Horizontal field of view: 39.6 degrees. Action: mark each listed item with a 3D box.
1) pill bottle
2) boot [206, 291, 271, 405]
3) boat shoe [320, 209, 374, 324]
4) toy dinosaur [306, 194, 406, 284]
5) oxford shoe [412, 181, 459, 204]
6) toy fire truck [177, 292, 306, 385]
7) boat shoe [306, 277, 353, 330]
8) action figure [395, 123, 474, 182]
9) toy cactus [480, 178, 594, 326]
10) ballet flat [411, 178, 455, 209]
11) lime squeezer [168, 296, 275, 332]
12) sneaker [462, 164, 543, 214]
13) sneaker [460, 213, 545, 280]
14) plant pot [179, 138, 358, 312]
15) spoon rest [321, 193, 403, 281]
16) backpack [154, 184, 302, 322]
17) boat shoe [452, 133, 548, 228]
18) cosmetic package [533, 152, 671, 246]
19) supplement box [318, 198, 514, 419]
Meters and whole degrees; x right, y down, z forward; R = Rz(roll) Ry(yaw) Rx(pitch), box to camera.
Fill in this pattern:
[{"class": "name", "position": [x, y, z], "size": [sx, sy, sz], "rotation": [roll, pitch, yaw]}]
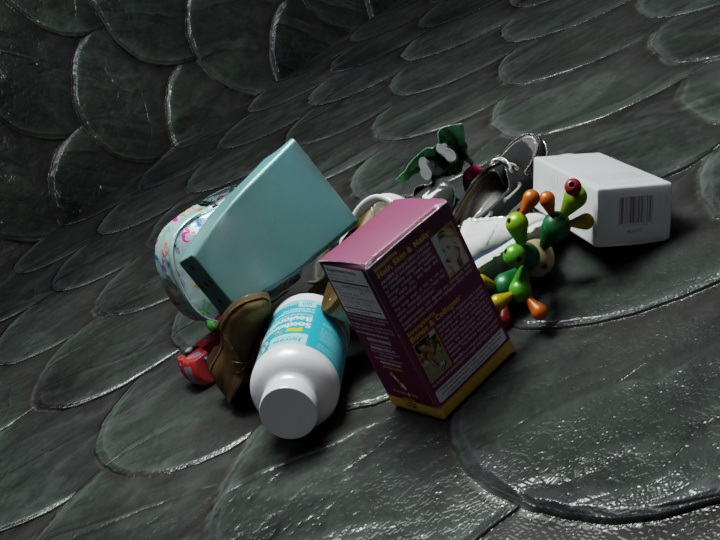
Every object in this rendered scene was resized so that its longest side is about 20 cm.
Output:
[{"class": "pill bottle", "position": [-0.074, 0.119, 1.228], "size": [0.109, 0.112, 0.201], "rotation": [-23, 21, 15]}, {"class": "boot", "position": [-0.149, 0.103, 1.306], "size": [0.072, 0.076, 0.201], "rotation": [-9, -33, -27]}, {"class": "boat shoe", "position": [0.000, 0.000, 1.309], "size": [0.071, 0.064, 0.202], "rotation": [-46, 18, 39]}, {"class": "toy dinosaur", "position": [0.001, -0.043, 1.514], "size": [0.197, 0.104, 0.077], "rotation": [-21, 21, 17]}, {"class": "oxford shoe", "position": [0.121, -0.086, 1.487], "size": [0.072, 0.086, 0.200], "rotation": [-31, 22, -12]}, {"class": "toy fire truck", "position": [-0.165, 0.103, 1.471], "size": [0.199, 0.049, 0.140], "rotation": [-37, 22, -20]}, {"class": "boat shoe", "position": [-0.002, 0.050, 1.356], "size": [0.197, 0.074, 0.063], "rotation": [-3, 34, 32]}, {"class": "action figure", "position": [0.122, -0.156, 1.438], "size": [0.117, 0.055, 0.200], "rotation": [-35, -5, 14]}, {"class": "toy cactus", "position": [0.209, -0.014, 1.178], "size": [0.203, 0.101, 0.165], "rotation": [-62, -19, 9]}, {"class": "ballet flat", "position": [0.059, -0.039, 1.373], "size": [0.068, 0.068, 0.202], "rotation": [1, -51, -46]}, {"class": "lime squeezer", "position": [-0.210, 0.063, 1.608], "size": [0.196, 0.072, 0.038], "rotation": [-5, -6, -24]}, {"class": "sneaker", "position": [0.223, -0.117, 1.435], "size": [0.198, 0.076, 0.081], "rotation": [-3, 32, 48]}, {"class": "sneaker", "position": [0.167, -0.039, 1.256], "size": [0.198, 0.077, 0.080], "rotation": [-23, 52, -41]}, {"class": "plant pot", "position": [-0.135, -0.045, 1.339], "size": [0.200, 0.142, 0.141], "rotation": [-44, 11, -20]}, {"class": "spoon rest", "position": [-0.003, -0.031, 1.435], "size": [0.099, 0.060, 0.202], "rotation": [-10, -44, -56]}, {"class": "backpack", "position": [-0.194, -0.020, 1.467], "size": [0.198, 0.181, 0.150], "rotation": [-28, 16, -25]}, {"class": "boat shoe", "position": [0.188, -0.116, 1.365], "size": [0.073, 0.061, 0.201], "rotation": [28, 74, 40]}, {"class": "cosmetic package", "position": [0.296, -0.092, 1.248], "size": [0.099, 0.076, 0.200], "rotation": [-4, 16, -10]}, {"class": "supplement box", "position": [0.064, 0.040, 1.104], "size": [0.130, 0.203, 0.102], "rotation": [-37, 23, -26]}]
